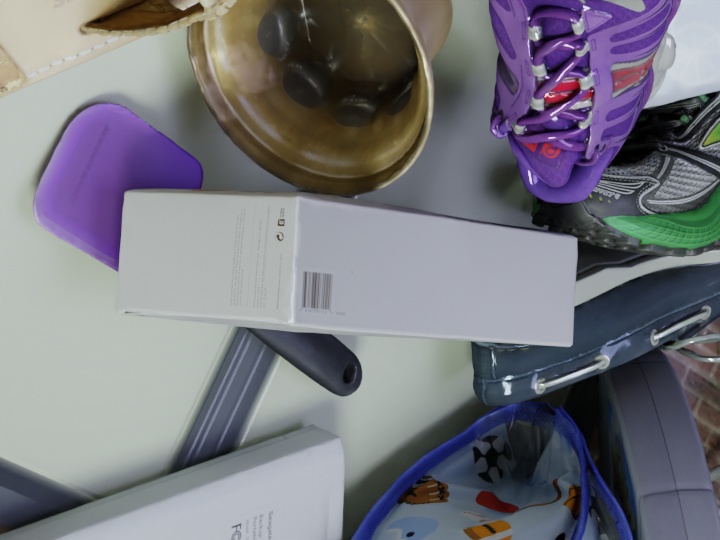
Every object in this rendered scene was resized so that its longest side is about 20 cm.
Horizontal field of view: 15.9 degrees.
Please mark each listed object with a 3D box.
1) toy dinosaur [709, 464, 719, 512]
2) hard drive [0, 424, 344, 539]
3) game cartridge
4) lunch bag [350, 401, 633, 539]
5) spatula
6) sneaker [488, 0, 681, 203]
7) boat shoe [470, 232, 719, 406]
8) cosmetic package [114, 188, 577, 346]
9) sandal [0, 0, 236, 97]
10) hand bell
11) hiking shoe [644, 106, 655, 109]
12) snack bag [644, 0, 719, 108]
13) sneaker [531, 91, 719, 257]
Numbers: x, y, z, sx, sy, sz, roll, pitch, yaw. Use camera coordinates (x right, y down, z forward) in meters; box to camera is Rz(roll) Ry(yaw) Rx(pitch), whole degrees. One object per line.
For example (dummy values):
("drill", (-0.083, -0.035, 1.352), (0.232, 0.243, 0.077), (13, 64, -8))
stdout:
("toy dinosaur", (0.228, 0.030, 1.280), (0.102, 0.077, 0.201), (5, 88, -14))
("hard drive", (-0.087, 0.150, 1.032), (0.199, 0.026, 0.133), (-16, 117, -42))
("game cartridge", (0.134, 0.121, 1.157), (0.040, 0.200, 0.134), (-1, 114, -2))
("lunch bag", (0.059, 0.176, 1.114), (0.200, 0.123, 0.171), (-59, 149, -53))
("spatula", (-0.054, 0.001, 1.012), (0.200, 0.020, 0.057), (42, 65, -48))
("sneaker", (0.082, -0.080, 0.976), (0.200, 0.080, 0.084), (65, 42, -67))
("boat shoe", (0.128, 0.012, 1.170), (0.199, 0.075, 0.062), (-20, 117, -39))
("cosmetic package", (0.000, 0.000, 1.000), (0.200, 0.082, 0.051), (6, 85, -56))
("sandal", (-0.071, -0.098, 0.856), (0.211, 0.070, 0.078), (-28, 126, -5))
("hand bell", (0.029, -0.120, 1.010), (0.200, 0.104, 0.105), (-44, 134, -47))
("hiking shoe", (0.148, -0.152, 1.126), (0.200, 0.076, 0.101), (-41, 134, -28))
("snack bag", (0.171, -0.164, 1.054), (0.199, 0.021, 0.189), (-15, 115, 2))
("sneaker", (0.142, -0.064, 1.160), (0.200, 0.078, 0.086), (-30, 126, -47))
